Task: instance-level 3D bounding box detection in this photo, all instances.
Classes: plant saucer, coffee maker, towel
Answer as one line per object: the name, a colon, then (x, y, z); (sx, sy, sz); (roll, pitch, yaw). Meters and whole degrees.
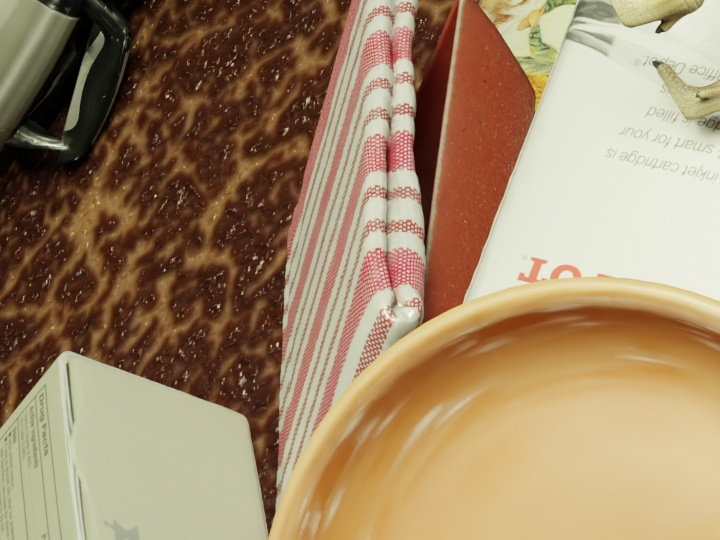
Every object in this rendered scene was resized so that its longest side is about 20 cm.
plant saucer: (0.068, 0.102, 0.711); (0.200, 0.037, 0.200); (-1, 87, 23)
coffee maker: (-0.174, -0.166, 1.256); (0.200, 0.135, 0.192); (-52, 35, 11)
towel: (0.000, 0.000, 0.862); (0.200, 0.030, 0.146); (-89, 11, -47)
plant saucer: (0.020, 0.037, 0.888); (0.200, 0.037, 0.200); (112, 168, -62)

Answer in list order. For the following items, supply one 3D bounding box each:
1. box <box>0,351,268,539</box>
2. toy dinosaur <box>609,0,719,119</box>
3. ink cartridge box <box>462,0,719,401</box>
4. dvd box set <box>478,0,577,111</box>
box: (-0.119, 0.131, 0.887); (0.200, 0.078, 0.095); (-47, 36, 32)
toy dinosaur: (0.122, -0.093, 0.729); (0.101, 0.058, 0.200); (-33, 57, 10)
ink cartridge box: (0.139, -0.046, 0.785); (0.146, 0.086, 0.200); (15, 79, 32)
dvd box set: (0.119, -0.104, 0.935); (0.200, 0.029, 0.146); (14, 78, 55)
